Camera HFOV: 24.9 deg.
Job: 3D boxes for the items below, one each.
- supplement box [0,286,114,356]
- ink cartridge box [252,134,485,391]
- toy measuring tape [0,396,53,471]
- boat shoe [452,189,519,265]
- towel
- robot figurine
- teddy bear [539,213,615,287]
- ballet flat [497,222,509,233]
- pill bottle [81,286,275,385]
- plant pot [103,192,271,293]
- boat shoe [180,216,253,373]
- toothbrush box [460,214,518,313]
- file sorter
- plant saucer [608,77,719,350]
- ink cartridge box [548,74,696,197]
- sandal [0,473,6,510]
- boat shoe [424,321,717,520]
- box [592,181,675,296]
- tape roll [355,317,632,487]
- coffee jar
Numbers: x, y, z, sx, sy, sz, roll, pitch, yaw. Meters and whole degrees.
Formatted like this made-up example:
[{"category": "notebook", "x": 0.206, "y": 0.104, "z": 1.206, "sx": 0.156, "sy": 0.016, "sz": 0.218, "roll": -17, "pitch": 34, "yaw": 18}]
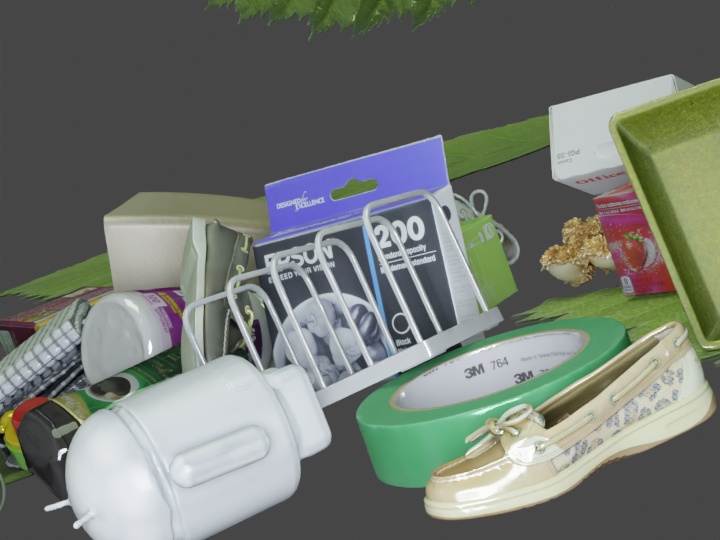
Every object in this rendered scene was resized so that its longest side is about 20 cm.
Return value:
[{"category": "supplement box", "x": -0.340, "y": 0.087, "z": 1.953, "sx": 0.131, "sy": 0.103, "sz": 0.200, "roll": -24, "pitch": 10, "yaw": -25}, {"category": "ink cartridge box", "x": 0.000, "y": 0.000, "z": 1.421, "sx": 0.198, "sy": 0.200, "sz": 0.043, "roll": -14, "pitch": -6, "yaw": 32}, {"category": "toy measuring tape", "x": -0.267, "y": 0.159, "z": 1.508, "sx": 0.200, "sy": 0.074, "sz": 0.074, "roll": 6, "pitch": 22, "yaw": 36}, {"category": "boat shoe", "x": 0.110, "y": -0.043, "z": 1.702, "sx": 0.086, "sy": 0.075, "sz": 0.202, "roll": 1, "pitch": -18, "yaw": 34}, {"category": "towel", "x": -0.324, "y": 0.113, "z": 1.684, "sx": 0.166, "sy": 0.086, "sz": 0.200, "roll": -40, "pitch": 9, "yaw": -2}, {"category": "robot figurine", "x": -0.122, "y": 0.133, "z": 1.151, "sx": 0.200, "sy": 0.113, "sz": 0.170, "roll": -23, "pitch": -1, "yaw": -25}, {"category": "teddy bear", "x": 0.253, "y": -0.043, "z": 1.536, "sx": 0.200, "sy": 0.067, "sz": 0.145, "roll": -25, "pitch": 1, "yaw": -25}, {"category": "ballet flat", "x": 0.074, "y": -0.032, "z": 1.910, "sx": 0.200, "sy": 0.064, "sz": 0.076, "roll": -19, "pitch": 8, "yaw": -2}, {"category": "pill bottle", "x": -0.156, "y": 0.069, "z": 1.554, "sx": 0.112, "sy": 0.112, "sz": 0.200, "roll": -11, "pitch": -4, "yaw": 44}, {"category": "plant pot", "x": -0.156, "y": 0.016, "z": 1.762, "sx": 0.177, "sy": 0.200, "sz": 0.200, "roll": -6, "pitch": 10, "yaw": 5}, {"category": "boat shoe", "x": -0.120, "y": 0.031, "z": 1.388, "sx": 0.060, "sy": 0.072, "sz": 0.202, "roll": 10, "pitch": 40, "yaw": -13}, {"category": "toothbrush box", "x": 0.034, "y": 0.027, "z": 1.558, "sx": 0.146, "sy": 0.086, "sz": 0.200, "roll": -14, "pitch": 9, "yaw": 37}, {"category": "file sorter", "x": -0.020, "y": 0.037, "z": 1.290, "sx": 0.200, "sy": 0.125, "sz": 0.139, "roll": -28, "pitch": -4, "yaw": 29}, {"category": "plant saucer", "x": 0.311, "y": -0.054, "z": 1.219, "sx": 0.200, "sy": 0.200, "sz": 0.048, "roll": -19, "pitch": -21, "yaw": 1}, {"category": "ink cartridge box", "x": 0.303, "y": -0.122, "z": 1.645, "sx": 0.146, "sy": 0.083, "sz": 0.200, "roll": -12, "pitch": -17, "yaw": 37}, {"category": "sandal", "x": -0.395, "y": 0.213, "z": 1.435, "sx": 0.201, "sy": 0.080, "sz": 0.057, "roll": -10, "pitch": -6, "yaw": 17}, {"category": "boat shoe", "x": 0.124, "y": 0.095, "z": 1.010, "sx": 0.200, "sy": 0.063, "sz": 0.073, "roll": -23, "pitch": 10, "yaw": -18}, {"category": "box", "x": 0.307, "y": -0.044, "z": 1.363, "sx": 0.100, "sy": 0.096, "sz": 0.200, "roll": -25, "pitch": 10, "yaw": -36}, {"category": "tape roll", "x": 0.098, "y": 0.090, "z": 1.152, "sx": 0.200, "sy": 0.048, "sz": 0.200, "roll": -20, "pitch": 9, "yaw": 3}, {"category": "coffee jar", "x": -0.188, "y": 0.129, "z": 1.397, "sx": 0.200, "sy": 0.085, "sz": 0.104, "roll": -23, "pitch": 24, "yaw": -25}]
